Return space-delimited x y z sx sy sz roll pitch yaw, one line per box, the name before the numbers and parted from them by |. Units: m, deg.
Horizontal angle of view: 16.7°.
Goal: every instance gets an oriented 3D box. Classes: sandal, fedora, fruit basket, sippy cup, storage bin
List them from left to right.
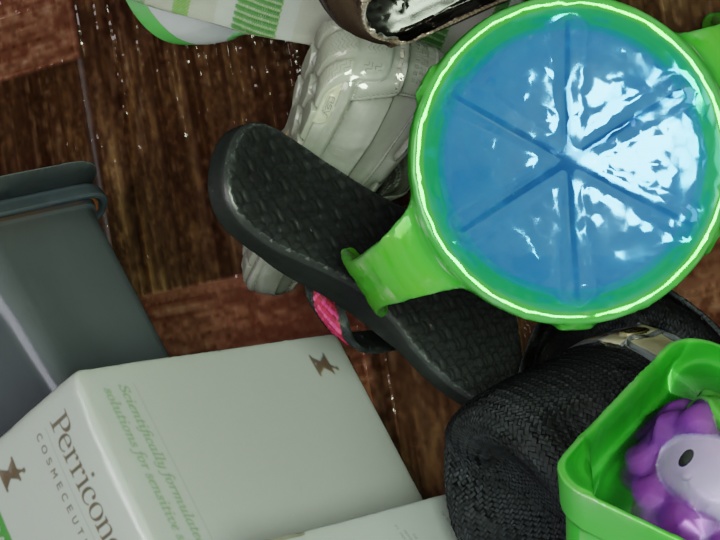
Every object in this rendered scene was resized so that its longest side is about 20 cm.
storage bin | -0.183 0.059 1.292 0.200 0.145 0.135 -45 72 36
sandal | 0.000 0.000 1.129 0.045 0.200 0.075 -23 42 43
sippy cup | 0.082 -0.046 1.061 0.177 0.130 0.141 3 90 -4
fedora | 0.099 0.098 1.064 0.200 0.091 0.202 29 124 55
fruit basket | 0.188 0.075 0.890 0.215 0.155 0.217 13 118 26

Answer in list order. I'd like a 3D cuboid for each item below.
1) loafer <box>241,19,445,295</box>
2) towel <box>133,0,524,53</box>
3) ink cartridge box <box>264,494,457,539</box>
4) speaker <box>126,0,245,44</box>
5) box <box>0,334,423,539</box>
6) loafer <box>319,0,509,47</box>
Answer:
loafer | -0.010 -0.046 1.173 0.200 0.069 0.070 122 155 -57
towel | -0.020 -0.150 1.098 0.153 0.199 0.024 114 169 -57
ink cartridge box | 0.049 0.193 1.084 0.043 0.200 0.199 -47 66 30
speaker | -0.025 -0.169 1.176 0.199 0.088 0.089 -16 85 39
box | -0.077 0.163 1.183 0.171 0.200 0.200 -40 70 33
loafer | 0.075 -0.145 1.014 0.199 0.073 0.071 -32 30 10
